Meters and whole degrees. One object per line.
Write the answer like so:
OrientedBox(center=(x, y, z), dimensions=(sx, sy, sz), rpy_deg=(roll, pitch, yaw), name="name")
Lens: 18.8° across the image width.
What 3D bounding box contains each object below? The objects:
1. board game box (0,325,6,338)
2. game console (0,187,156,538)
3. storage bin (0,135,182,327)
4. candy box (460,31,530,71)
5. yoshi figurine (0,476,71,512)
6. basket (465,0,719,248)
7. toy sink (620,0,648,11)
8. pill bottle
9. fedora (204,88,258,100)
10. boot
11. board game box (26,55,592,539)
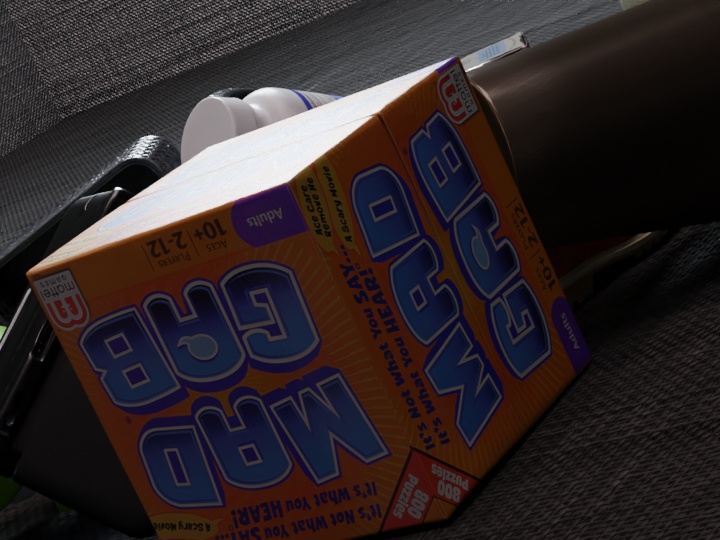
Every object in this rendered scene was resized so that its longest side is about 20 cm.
OrientedBox(center=(-0.238, 0.076, 1.663), dimensions=(0.199, 0.030, 0.095), rpy_deg=(9, 12, 27), name="board game box")
OrientedBox(center=(-0.165, 0.060, 1.432), dimensions=(0.201, 0.116, 0.176), rpy_deg=(-64, 19, -12), name="game console")
OrientedBox(center=(-0.210, -0.002, 1.830), dimensions=(0.200, 0.135, 0.094), rpy_deg=(-37, 10, 11), name="storage bin")
OrientedBox(center=(0.063, -0.079, 1.671), dimensions=(0.199, 0.137, 0.061), rpy_deg=(-25, 15, 7), name="candy box")
OrientedBox(center=(-0.214, 0.129, 1.530), dimensions=(0.200, 0.112, 0.112), rpy_deg=(-41, -23, -10), name="yoshi figurine")
OrientedBox(center=(0.158, -0.089, 1.346), dimensions=(0.199, 0.181, 0.136), rpy_deg=(-15, 49, -21), name="basket")
OrientedBox(center=(0.289, -0.166, 1.597), dimensions=(0.112, 0.131, 0.200), rpy_deg=(-28, 13, -11), name="toy sink")
OrientedBox(center=(-0.047, -0.094, 1.834), dimensions=(0.199, 0.113, 0.112), rpy_deg=(4, -9, -38), name="pill bottle")
OrientedBox(center=(-0.081, -0.088, 2.053), dimensions=(0.092, 0.200, 0.201), rpy_deg=(-56, -1, 24), name="fedora")
OrientedBox(center=(0.140, -0.047, 1.453), dimensions=(0.075, 0.108, 0.200), rpy_deg=(-15, 14, 46), name="boot")
OrientedBox(center=(-0.024, 0.026, 1.246), dimensions=(0.199, 0.201, 0.200), rpy_deg=(-17, 14, 36), name="board game box")
